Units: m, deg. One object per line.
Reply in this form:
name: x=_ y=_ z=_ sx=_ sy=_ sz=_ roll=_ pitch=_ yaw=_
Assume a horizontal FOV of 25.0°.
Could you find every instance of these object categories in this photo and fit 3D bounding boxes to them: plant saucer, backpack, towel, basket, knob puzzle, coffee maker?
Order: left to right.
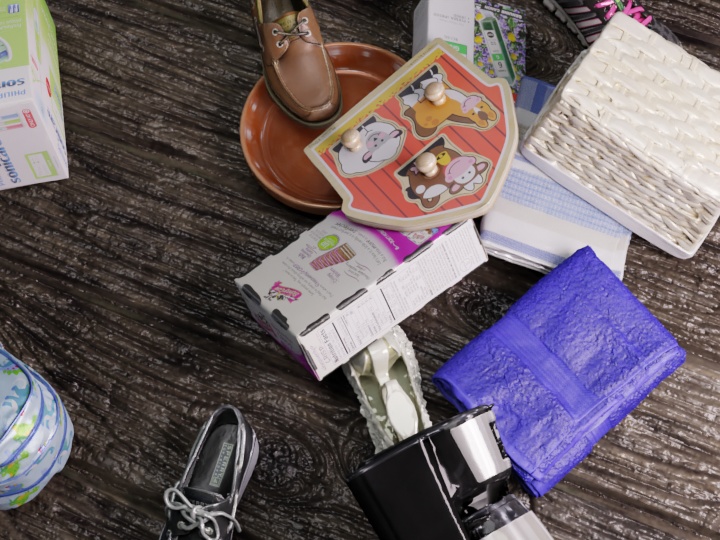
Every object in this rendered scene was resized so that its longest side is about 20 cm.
backpack: x=-0.361 y=0.133 z=1.480 sx=0.200 sy=0.154 sz=0.163 roll=34 pitch=63 yaw=8
plant saucer: x=-0.022 y=-0.142 z=1.642 sx=0.199 sy=0.032 sz=0.201 roll=-2 pitch=62 yaw=4
knob puzzle: x=0.059 y=-0.118 z=1.511 sx=0.219 sy=0.030 sz=0.220 roll=-12 pitch=54 yaw=18
coffee maker: x=0.069 y=0.236 z=1.343 sx=0.192 sy=0.135 sz=0.200 roll=-27 pitch=80 yaw=-16
towel: x=0.182 y=0.087 z=1.469 sx=0.200 sy=0.050 sz=0.148 roll=-40 pitch=81 yaw=-14
towel: x=0.200 y=-0.083 z=1.569 sx=0.146 sy=0.024 sz=0.201 roll=18 pitch=65 yaw=-4
basket: x=0.273 y=-0.129 z=1.523 sx=0.200 sy=0.123 sz=0.136 roll=34 pitch=66 yaw=3

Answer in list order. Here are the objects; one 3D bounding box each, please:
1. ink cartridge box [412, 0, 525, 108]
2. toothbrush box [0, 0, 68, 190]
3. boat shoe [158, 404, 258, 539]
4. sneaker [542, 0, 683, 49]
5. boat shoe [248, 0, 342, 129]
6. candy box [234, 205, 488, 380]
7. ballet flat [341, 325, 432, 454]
ink cartridge box: x=0.108 y=-0.179 z=1.617 sx=0.109 sy=0.050 sz=0.201 roll=12 pitch=61 yaw=-16
toothbrush box: x=-0.359 y=-0.206 z=1.648 sx=0.086 sy=0.146 sz=0.201 roll=-9 pitch=60 yaw=0
boat shoe: x=-0.139 y=0.216 z=1.440 sx=0.073 sy=0.068 sz=0.200 roll=15 pitch=65 yaw=14
sneaker: x=0.252 y=-0.270 z=1.650 sx=0.074 sy=0.088 sz=0.200 roll=-36 pitch=64 yaw=-13
boat shoe: x=-0.074 y=-0.234 z=1.641 sx=0.072 sy=0.068 sz=0.200 roll=-21 pitch=61 yaw=-8
candy box: x=0.000 y=0.000 z=1.518 sx=0.200 sy=0.061 sz=0.136 roll=-34 pitch=35 yaw=-13
ballet flat: x=0.027 y=0.104 z=1.486 sx=0.071 sy=0.072 sz=0.201 roll=-20 pitch=61 yaw=-5
